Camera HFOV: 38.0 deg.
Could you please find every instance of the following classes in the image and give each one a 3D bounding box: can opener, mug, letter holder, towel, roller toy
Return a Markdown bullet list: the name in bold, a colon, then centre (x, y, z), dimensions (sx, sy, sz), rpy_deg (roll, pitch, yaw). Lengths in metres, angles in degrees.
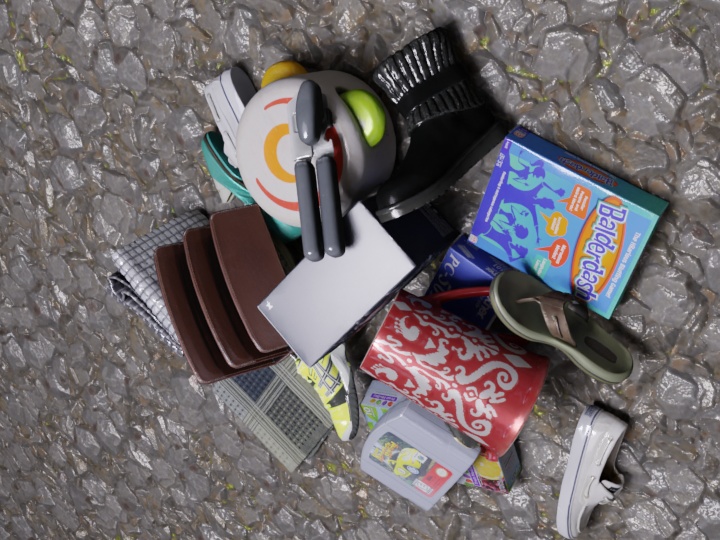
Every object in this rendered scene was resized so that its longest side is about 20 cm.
- **can opener**: centre (-0.056, -0.112, 1.195), dimensions (0.052, 0.066, 0.203), rpy_deg (-10, 82, 19)
- **mug**: centre (0.116, 0.103, 1.268), dimensions (0.198, 0.178, 0.134), rpy_deg (27, 138, 2)
- **letter holder**: centre (-0.178, 0.032, 1.393), dimensions (0.100, 0.141, 0.202), rpy_deg (-38, 70, 53)
- **towel**: centre (-0.125, 0.197, 1.633), dimensions (0.200, 0.034, 0.193), rpy_deg (45, 128, 9)
- **towel**: centre (-0.251, 0.019, 1.508), dimensions (0.166, 0.200, 0.086), rpy_deg (44, 131, 7)
- **roller toy**: centre (-0.055, -0.157, 1.320), dimensions (0.198, 0.139, 0.185), rpy_deg (20, 113, 21)

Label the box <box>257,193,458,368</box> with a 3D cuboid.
- **box**: centre (0.000, 0.000, 1.307), dimensions (0.104, 0.182, 0.200), rpy_deg (48, 116, 6)

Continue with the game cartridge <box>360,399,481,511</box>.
- **game cartridge**: centre (0.072, 0.252, 1.426), dimensions (0.132, 0.041, 0.201), rpy_deg (35, 144, 6)

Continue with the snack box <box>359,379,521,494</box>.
- **snack box**: centre (0.110, 0.229, 1.445), dimensions (0.198, 0.053, 0.143), rpy_deg (7, 134, 32)

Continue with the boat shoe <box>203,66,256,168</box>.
- **boat shoe**: centre (-0.152, -0.171, 1.416), dimensions (0.065, 0.073, 0.203), rpy_deg (-23, 84, 27)

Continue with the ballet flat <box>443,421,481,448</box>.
- **ballet flat**: centre (0.113, 0.131, 1.343), dimensions (0.057, 0.066, 0.203), rpy_deg (137, 111, -77)

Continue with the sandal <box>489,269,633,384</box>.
- **sandal**: centre (0.242, 0.056, 1.224), dimensions (0.199, 0.080, 0.057), rpy_deg (31, 144, -4)

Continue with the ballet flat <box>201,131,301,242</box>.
- **ballet flat**: centre (-0.158, -0.109, 1.461), dimensions (0.199, 0.067, 0.071), rpy_deg (40, 119, 9)

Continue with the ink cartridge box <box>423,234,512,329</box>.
- **ink cartridge box**: centre (0.124, 0.059, 1.375), dimensions (0.093, 0.044, 0.201), rpy_deg (35, 128, 12)

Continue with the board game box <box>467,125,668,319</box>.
- **board game box**: centre (0.240, -0.056, 1.234), dimensions (0.198, 0.045, 0.154), rpy_deg (29, 127, 17)

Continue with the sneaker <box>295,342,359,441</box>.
- **sneaker**: centre (-0.050, 0.142, 1.456), dimensions (0.075, 0.075, 0.203), rpy_deg (-14, 96, -6)

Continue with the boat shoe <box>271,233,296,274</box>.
- **boat shoe**: centre (-0.123, 0.011, 1.490), dimensions (0.201, 0.062, 0.073), rpy_deg (51, 153, 8)

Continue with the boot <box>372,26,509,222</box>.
- **boot**: centre (0.060, -0.168, 1.204), dimensions (0.159, 0.211, 0.079), rpy_deg (54, 152, -8)

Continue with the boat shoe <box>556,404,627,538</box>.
- **boat shoe**: centre (0.304, 0.271, 1.351), dimensions (0.069, 0.071, 0.203), rpy_deg (20, 117, 27)
